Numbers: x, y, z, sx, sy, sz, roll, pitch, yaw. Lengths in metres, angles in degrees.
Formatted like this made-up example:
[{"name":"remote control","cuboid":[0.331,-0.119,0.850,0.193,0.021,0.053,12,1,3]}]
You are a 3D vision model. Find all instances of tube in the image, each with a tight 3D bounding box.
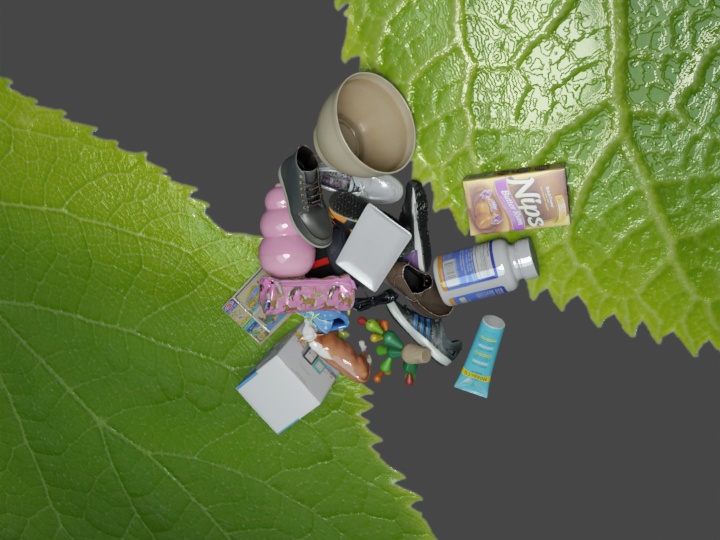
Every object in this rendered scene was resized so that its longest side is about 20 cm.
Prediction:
[{"name":"tube","cuboid":[0.270,0.194,1.528,0.077,0.050,0.201,20,121,15]}]

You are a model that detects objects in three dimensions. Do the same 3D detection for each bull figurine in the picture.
[{"name":"bull figurine","cuboid":[-0.055,0.177,1.568,0.200,0.121,0.065,43,116,-4]}]

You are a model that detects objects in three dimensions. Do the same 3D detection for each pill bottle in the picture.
[{"name":"pill bottle","cuboid":[0.260,-0.002,1.411,0.199,0.112,0.112,-16,106,21]}]

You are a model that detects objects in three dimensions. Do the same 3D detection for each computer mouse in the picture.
[{"name":"computer mouse","cuboid":[0.000,0.000,1.478,0.140,0.046,0.201,-12,109,34]}]

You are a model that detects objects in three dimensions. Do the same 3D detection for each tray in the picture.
[{"name":"tray","cuboid":[0.027,-0.046,1.379,0.107,0.022,0.200,38,139,5]}]

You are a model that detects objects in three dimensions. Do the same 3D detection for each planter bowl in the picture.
[{"name":"planter bowl","cuboid":[-0.008,-0.270,1.351,0.135,0.200,0.201,-15,109,49]}]

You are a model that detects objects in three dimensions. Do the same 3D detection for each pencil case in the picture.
[{"name":"pencil case","cuboid":[-0.111,0.048,1.433,0.199,0.086,0.083,-1,96,-21]}]

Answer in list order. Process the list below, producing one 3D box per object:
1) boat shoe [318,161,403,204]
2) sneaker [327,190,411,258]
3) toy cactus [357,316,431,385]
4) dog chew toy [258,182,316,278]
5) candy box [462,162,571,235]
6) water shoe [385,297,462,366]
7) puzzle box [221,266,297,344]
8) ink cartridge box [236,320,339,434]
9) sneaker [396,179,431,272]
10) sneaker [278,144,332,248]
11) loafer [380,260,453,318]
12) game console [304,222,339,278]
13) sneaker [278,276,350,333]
[{"name":"boat shoe","cuboid":[-0.010,-0.183,1.438,0.199,0.069,0.072,22,116,7]},{"name":"sneaker","cuboid":[0.018,-0.088,1.437,0.200,0.070,0.090,35,160,5]},{"name":"toy cactus","cuboid":[0.082,0.185,1.527,0.165,0.102,0.201,-1,123,51]},{"name":"dog chew toy","cuboid":[-0.161,-0.086,1.467,0.124,0.124,0.201,-4,93,17]},{"name":"candy box","cuboid":[0.312,-0.142,1.371,0.199,0.056,0.117,-6,109,17]},{"name":"water shoe","cuboid":[0.142,0.122,1.532,0.079,0.072,0.200,-44,92,-3]},{"name":"puzzle box","cuboid":[-0.223,0.071,1.628,0.133,0.025,0.200,44,116,-4]},{"name":"ink cartridge box","cuboid":[-0.154,0.238,1.578,0.147,0.200,0.146,-39,96,26]},{"name":"sneaker","cuboid":[0.094,-0.090,1.446,0.087,0.076,0.201,3,112,21]},{"name":"sneaker","cuboid":[-0.104,-0.147,1.385,0.201,0.075,0.106,64,154,5]},{"name":"loafer","cuboid":[0.130,0.044,1.450,0.200,0.073,0.071,31,162,-29]},{"name":"game console","cuboid":[-0.050,-0.040,1.534,0.199,0.031,0.177,-18,108,22]},{"name":"sneaker","cuboid":[-0.104,0.078,1.502,0.199,0.105,0.076,14,121,-26]}]
